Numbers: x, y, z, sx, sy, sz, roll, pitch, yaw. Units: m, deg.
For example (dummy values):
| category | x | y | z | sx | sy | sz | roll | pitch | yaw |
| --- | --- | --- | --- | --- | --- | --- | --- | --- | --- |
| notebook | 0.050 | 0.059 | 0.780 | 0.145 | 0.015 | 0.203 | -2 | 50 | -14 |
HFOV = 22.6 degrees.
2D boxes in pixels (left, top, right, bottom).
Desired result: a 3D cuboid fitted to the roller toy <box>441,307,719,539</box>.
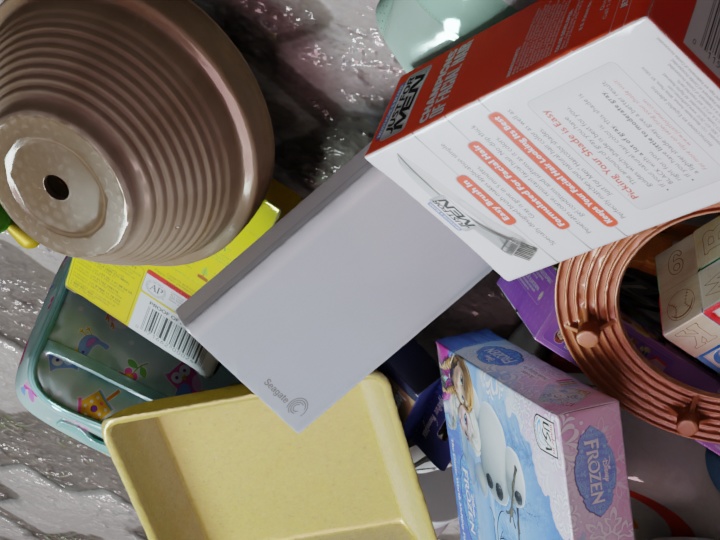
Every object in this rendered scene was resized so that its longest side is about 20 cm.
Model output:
| category | x | y | z | sx | sy | sz | roll | pitch | yaw |
| --- | --- | --- | --- | --- | --- | --- | --- | --- | --- |
| roller toy | 0.172 | 0.122 | 1.247 | 0.199 | 0.141 | 0.182 | 26 | 151 | -12 |

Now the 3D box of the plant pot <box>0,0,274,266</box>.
| category | x | y | z | sx | sy | sz | roll | pitch | yaw |
| --- | --- | --- | --- | --- | --- | --- | --- | --- | --- |
| plant pot | -0.159 | -0.074 | 1.078 | 0.199 | 0.093 | 0.202 | 16 | 130 | 20 |

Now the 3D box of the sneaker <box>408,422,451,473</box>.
| category | x | y | z | sx | sy | sz | roll | pitch | yaw |
| --- | --- | --- | --- | --- | --- | --- | --- | --- | --- |
| sneaker | 0.022 | 0.119 | 1.328 | 0.198 | 0.067 | 0.091 | -20 | 166 | 6 |

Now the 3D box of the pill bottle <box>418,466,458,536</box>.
| category | x | y | z | sx | sy | sz | roll | pitch | yaw |
| --- | --- | --- | --- | --- | --- | --- | --- | --- | --- |
| pill bottle | 0.010 | 0.180 | 1.475 | 0.115 | 0.117 | 0.200 | 27 | 151 | -16 |

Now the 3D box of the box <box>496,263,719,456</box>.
| category | x | y | z | sx | sy | sz | roll | pitch | yaw |
| --- | --- | --- | --- | --- | --- | --- | --- | --- | --- |
| box | 0.183 | 0.059 | 1.092 | 0.199 | 0.039 | 0.137 | 32 | -171 | -11 |

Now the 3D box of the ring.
| category | x | y | z | sx | sy | sz | roll | pitch | yaw |
| --- | --- | --- | --- | --- | --- | --- | --- | --- | --- |
| ring | 0.201 | 0.024 | 0.957 | 0.199 | 0.019 | 0.202 | 8 | 130 | 10 |

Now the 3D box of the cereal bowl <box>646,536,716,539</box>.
| category | x | y | z | sx | sy | sz | roll | pitch | yaw |
| --- | --- | --- | --- | --- | --- | --- | --- | --- | --- |
| cereal bowl | 0.220 | 0.233 | 1.204 | 0.198 | 0.084 | 0.201 | 6 | 152 | 3 |

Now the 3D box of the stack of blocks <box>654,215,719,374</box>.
| category | x | y | z | sx | sy | sz | roll | pitch | yaw |
| --- | --- | --- | --- | --- | --- | --- | --- | --- | --- |
| stack of blocks | 0.274 | -0.007 | 0.981 | 0.115 | 0.059 | 0.200 | 31 | 132 | -30 |

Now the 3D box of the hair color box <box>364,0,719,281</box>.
| category | x | y | z | sx | sy | sz | roll | pitch | yaw |
| --- | --- | --- | --- | --- | --- | --- | --- | --- | --- |
| hair color box | 0.108 | -0.073 | 0.869 | 0.111 | 0.064 | 0.199 | 39 | 144 | -23 |

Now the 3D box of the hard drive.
| category | x | y | z | sx | sy | sz | roll | pitch | yaw |
| --- | --- | --- | --- | --- | --- | --- | --- | --- | --- |
| hard drive | 0.000 | 0.000 | 1.110 | 0.132 | 0.200 | 0.027 | 47 | -175 | -43 |

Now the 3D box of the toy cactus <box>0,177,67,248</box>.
| category | x | y | z | sx | sy | sz | roll | pitch | yaw |
| --- | --- | --- | --- | --- | --- | --- | --- | --- | --- |
| toy cactus | -0.270 | -0.091 | 1.205 | 0.199 | 0.103 | 0.165 | 26 | 143 | 4 |

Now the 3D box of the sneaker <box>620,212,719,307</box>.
| category | x | y | z | sx | sy | sz | roll | pitch | yaw |
| --- | --- | --- | --- | --- | --- | --- | --- | --- | --- |
| sneaker | 0.145 | -0.024 | 1.076 | 0.199 | 0.079 | 0.077 | 26 | 156 | -16 |

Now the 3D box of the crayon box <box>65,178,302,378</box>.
| category | x | y | z | sx | sy | sz | roll | pitch | yaw |
| --- | --- | --- | --- | --- | --- | --- | --- | --- | --- |
| crayon box | -0.117 | -0.027 | 1.202 | 0.126 | 0.051 | 0.200 | 33 | 141 | 3 |

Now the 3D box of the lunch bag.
| category | x | y | z | sx | sy | sz | roll | pitch | yaw |
| --- | --- | --- | --- | --- | --- | --- | --- | --- | --- |
| lunch bag | -0.143 | 0.072 | 1.326 | 0.199 | 0.161 | 0.077 | 27 | 154 | -14 |

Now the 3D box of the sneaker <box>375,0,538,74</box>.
| category | x | y | z | sx | sy | sz | roll | pitch | yaw |
| --- | --- | --- | --- | --- | --- | --- | --- | --- | --- |
| sneaker | 0.102 | -0.108 | 0.950 | 0.200 | 0.074 | 0.118 | 35 | 145 | -16 |

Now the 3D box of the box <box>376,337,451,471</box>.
| category | x | y | z | sx | sy | sz | roll | pitch | yaw |
| --- | --- | --- | --- | --- | --- | --- | --- | --- | --- |
| box | -0.006 | 0.053 | 1.247 | 0.200 | 0.032 | 0.121 | 46 | 155 | 13 |

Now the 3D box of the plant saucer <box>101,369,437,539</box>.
| category | x | y | z | sx | sy | sz | roll | pitch | yaw |
| --- | --- | --- | --- | --- | --- | --- | --- | --- | --- |
| plant saucer | -0.056 | 0.144 | 1.253 | 0.198 | 0.049 | 0.201 | -10 | 128 | 9 |

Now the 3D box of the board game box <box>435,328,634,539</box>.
| category | x | y | z | sx | sy | sz | roll | pitch | yaw |
| --- | --- | --- | --- | --- | --- | --- | --- | --- | --- |
| board game box | 0.108 | 0.154 | 1.092 | 0.043 | 0.202 | 0.199 | -12 | -167 | -16 |
